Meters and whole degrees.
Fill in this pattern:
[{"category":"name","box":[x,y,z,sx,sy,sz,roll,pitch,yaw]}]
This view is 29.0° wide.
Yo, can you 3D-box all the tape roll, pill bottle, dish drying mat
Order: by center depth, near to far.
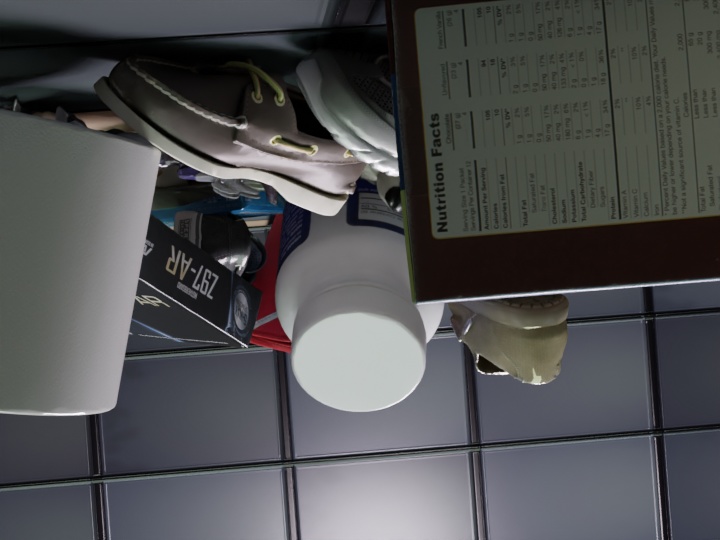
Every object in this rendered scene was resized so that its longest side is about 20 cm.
[{"category":"tape roll","box":[-0.212,-0.014,0.713,0.202,0.140,0.203,10,-179,0]},{"category":"pill bottle","box":[0.000,0.000,0.991,0.119,0.120,0.200,-4,-143,5]},{"category":"dish drying mat","box":[-0.038,-0.024,1.130,0.077,0.201,0.018,12,150,12]}]

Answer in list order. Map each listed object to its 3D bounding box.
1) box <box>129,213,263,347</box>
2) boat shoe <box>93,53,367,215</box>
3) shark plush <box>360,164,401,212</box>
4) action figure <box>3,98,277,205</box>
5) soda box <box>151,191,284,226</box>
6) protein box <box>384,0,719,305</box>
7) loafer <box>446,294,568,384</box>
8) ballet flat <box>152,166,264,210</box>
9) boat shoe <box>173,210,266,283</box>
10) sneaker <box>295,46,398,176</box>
[{"category":"box","box":[-0.192,0.000,0.958,0.199,0.044,0.160,3,160,31]},{"category":"boat shoe","box":[-0.060,-0.084,0.767,0.060,0.072,0.200,-49,145,17]},{"category":"shark plush","box":[0.028,-0.090,0.926,0.083,0.091,0.200,-34,177,-4]},{"category":"action figure","box":[-0.153,-0.075,0.892,0.199,0.070,0.130,-1,-176,-5]},{"category":"soda box","box":[-0.147,-0.072,1.124,0.199,0.068,0.064,-5,178,38]},{"category":"protein box","box":[0.117,-0.061,0.611,0.199,0.136,0.199,-4,180,4]},{"category":"loafer","box":[0.107,0.045,1.068,0.075,0.069,0.200,-1,-175,-6]},{"category":"ballet flat","box":[-0.107,-0.087,1.006,0.199,0.068,0.064,-3,152,30]},{"category":"boat shoe","box":[-0.106,-0.011,1.081,0.066,0.070,0.200,-1,170,-3]},{"category":"sneaker","box":[0.051,-0.100,0.769,0.199,0.075,0.082,5,137,-42]}]
